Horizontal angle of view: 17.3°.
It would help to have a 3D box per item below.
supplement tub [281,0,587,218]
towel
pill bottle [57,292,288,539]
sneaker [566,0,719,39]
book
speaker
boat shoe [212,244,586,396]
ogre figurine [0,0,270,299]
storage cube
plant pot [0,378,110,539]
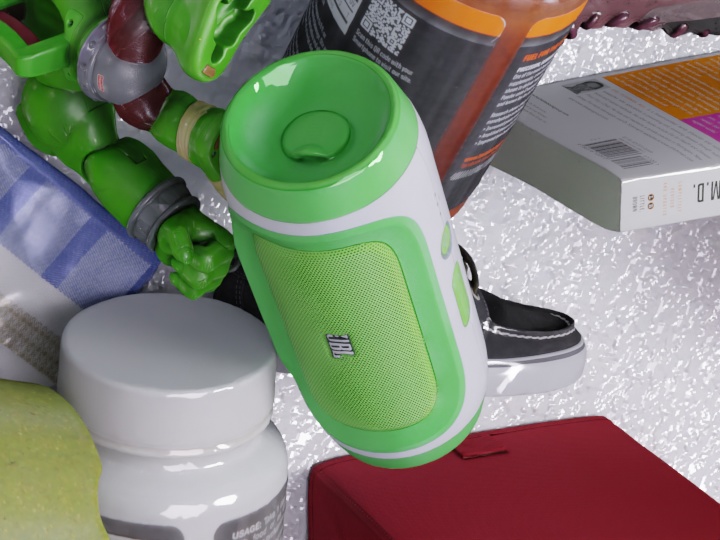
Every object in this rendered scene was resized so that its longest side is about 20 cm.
[{"bbox_3d":[0.036,-0.114,1.010,0.107,0.107,0.200,2,140,-27],"label":"supplement tub"},{"bbox_3d":[-0.196,0.032,1.046,0.147,0.024,0.200,40,88,-32],"label":"towel"},{"bbox_3d":[-0.091,0.119,1.070,0.114,0.114,0.200,-6,117,-24],"label":"pill bottle"},{"bbox_3d":[0.112,-0.125,1.119,0.200,0.076,0.116,27,101,-21],"label":"sneaker"},{"bbox_3d":[0.176,-0.065,1.130,0.200,0.134,0.048,-9,112,-23],"label":"book"},{"bbox_3d":[0.000,0.000,0.993,0.088,0.088,0.200,-33,142,-12],"label":"speaker"},{"bbox_3d":[0.023,0.015,1.128,0.200,0.070,0.066,7,108,-21],"label":"boat shoe"},{"bbox_3d":[-0.094,-0.097,0.980,0.098,0.120,0.200,-47,149,-27],"label":"ogre figurine"},{"bbox_3d":[0.088,0.191,1.158,0.200,0.180,0.171,-7,112,-23],"label":"storage cube"},{"bbox_3d":[-0.209,0.111,0.959,0.184,0.200,0.201,2,108,-38],"label":"plant pot"}]
